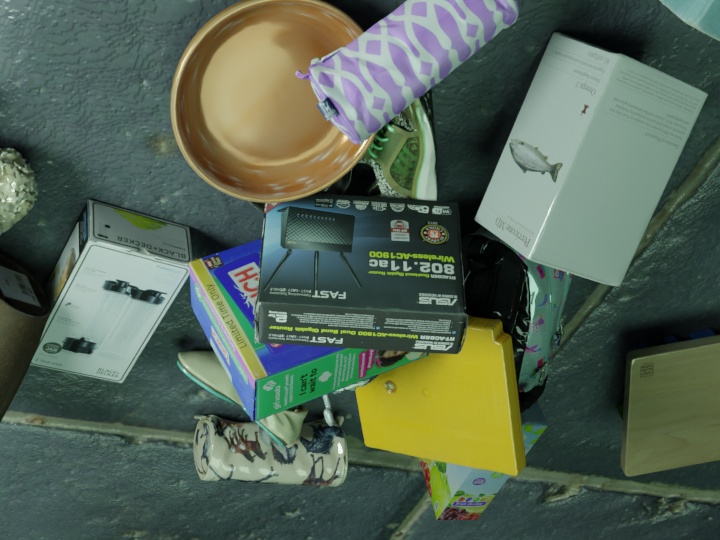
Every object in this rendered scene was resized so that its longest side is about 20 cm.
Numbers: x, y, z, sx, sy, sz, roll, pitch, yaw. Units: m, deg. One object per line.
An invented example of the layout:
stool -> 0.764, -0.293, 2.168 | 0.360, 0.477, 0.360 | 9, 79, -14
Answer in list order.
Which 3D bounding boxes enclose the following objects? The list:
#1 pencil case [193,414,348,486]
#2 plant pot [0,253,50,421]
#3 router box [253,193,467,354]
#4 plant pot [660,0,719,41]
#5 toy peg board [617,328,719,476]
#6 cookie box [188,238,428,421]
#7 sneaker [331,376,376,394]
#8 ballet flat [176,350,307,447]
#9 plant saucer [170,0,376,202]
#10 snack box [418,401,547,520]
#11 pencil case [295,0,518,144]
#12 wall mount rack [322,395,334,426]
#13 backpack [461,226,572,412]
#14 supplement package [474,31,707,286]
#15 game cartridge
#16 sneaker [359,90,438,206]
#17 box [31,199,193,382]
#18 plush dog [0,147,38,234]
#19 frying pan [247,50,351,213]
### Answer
pencil case -> -0.116, 0.228, 1.399 | 0.198, 0.090, 0.078 | 6, 163, -19
plant pot -> -0.413, 0.082, 1.112 | 0.200, 0.187, 0.186 | -45, 131, 12
router box -> 0.000, 0.000, 1.053 | 0.198, 0.151, 0.062 | 3, 138, -3
plant pot -> 0.344, -0.294, 0.888 | 0.195, 0.196, 0.201 | 16, 120, -28
toy peg board -> 0.437, 0.155, 1.470 | 0.198, 0.098, 0.201 | -10, 122, -5
cookie box -> -0.052, 0.040, 1.107 | 0.198, 0.172, 0.076 | -19, 141, -21
sneaker -> -0.068, 0.066, 1.187 | 0.198, 0.078, 0.087 | 19, 123, 16
ballet flat -> -0.134, 0.138, 1.311 | 0.069, 0.070, 0.200 | -32, 128, 19
plant saucer -> -0.076, -0.158, 0.999 | 0.198, 0.038, 0.202 | -9, 125, -13
snack box -> 0.135, 0.181, 1.345 | 0.067, 0.170, 0.201 | 6, 134, -24
pencil case -> 0.042, -0.196, 0.950 | 0.199, 0.086, 0.084 | -37, 179, -2
wall mount rack -> -0.003, 0.083, 1.282 | 0.198, 0.075, 0.175 | -15, 108, 1
backpack -> 0.150, 0.035, 1.197 | 0.126, 0.166, 0.202 | -33, 140, -46
supplement package -> 0.216, -0.106, 1.046 | 0.116, 0.117, 0.202 | 15, 104, -28
game cartridge -> 0.080, 0.127, 1.194 | 0.198, 0.032, 0.178 | 5, 116, 32
sneaker -> 0.030, -0.125, 1.069 | 0.088, 0.077, 0.201 | -5, 135, 3
box -> -0.268, 0.027, 1.156 | 0.116, 0.060, 0.200 | 14, 131, -28
plush dog -> -0.415, -0.074, 0.967 | 0.198, 0.161, 0.173 | -23, 114, 11
frying pan -> -0.089, -0.124, 1.063 | 0.115, 0.031, 0.190 | -35, 123, 18
